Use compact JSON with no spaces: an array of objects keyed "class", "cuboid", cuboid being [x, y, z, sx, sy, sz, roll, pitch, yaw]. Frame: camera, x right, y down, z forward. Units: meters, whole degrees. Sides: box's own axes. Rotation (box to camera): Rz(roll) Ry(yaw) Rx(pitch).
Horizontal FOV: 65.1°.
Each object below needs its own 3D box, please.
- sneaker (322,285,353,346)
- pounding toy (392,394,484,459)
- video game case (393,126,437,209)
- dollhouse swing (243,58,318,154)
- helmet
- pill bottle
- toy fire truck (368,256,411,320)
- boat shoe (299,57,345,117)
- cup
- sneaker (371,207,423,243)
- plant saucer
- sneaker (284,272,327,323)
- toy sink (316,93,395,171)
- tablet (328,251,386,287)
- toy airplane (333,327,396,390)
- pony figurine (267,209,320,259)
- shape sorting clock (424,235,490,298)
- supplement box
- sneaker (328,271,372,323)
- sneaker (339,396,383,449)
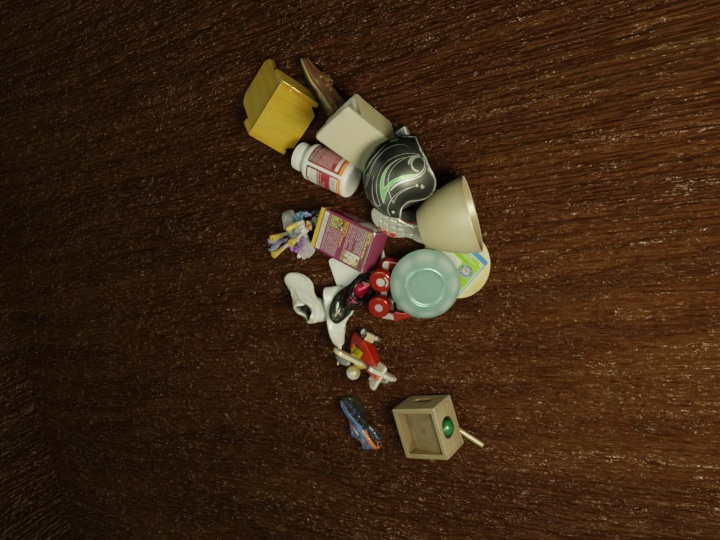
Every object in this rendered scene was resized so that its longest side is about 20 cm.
[{"class":"sneaker","cuboid":[-0.061,0.147,1.793,0.087,0.075,0.203,-7,107,9]},{"class":"pounding toy","cuboid":[0.234,0.473,1.695,0.198,0.142,0.187,-13,96,40]},{"class":"video game case","cuboid":[0.117,-0.287,1.615,0.142,0.018,0.202,-27,90,31]},{"class":"dollhouse swing","cuboid":[-0.252,-0.514,1.744,0.180,0.177,0.200,26,122,-26]},{"class":"helmet","cuboid":[0.098,-0.247,1.508,0.189,0.200,0.202,-25,90,13]},{"class":"pill bottle","cuboid":[-0.102,-0.305,1.672,0.198,0.113,0.114,27,114,19]},{"class":"toy fire truck","cuboid":[0.117,0.058,1.648,0.166,0.112,0.203,9,115,15]},{"class":"boat shoe","cuboid":[-0.112,-0.544,1.651,0.067,0.072,0.202,-30,78,-3]},{"class":"cup","cuboid":[0.228,-0.129,1.477,0.141,0.200,0.203,-15,96,18]},{"class":"sneaker","cuboid":[0.128,-0.140,1.613,0.198,0.082,0.078,23,134,10]},{"class":"plant saucer","cuboid":[0.181,0.044,1.564,0.198,0.039,0.204,1,107,2]},{"class":"sneaker","cuboid":[-0.189,0.087,1.820,0.200,0.099,0.078,49,123,17]},{"class":"toy sink","cuboid":[-0.017,-0.390,1.548,0.130,0.199,0.113,-35,47,30]},{"class":"tablet","cuboid":[0.000,0.000,1.753,0.198,0.014,0.132,-18,94,31]},{"class":"toy airplane","cuboid":[0.014,0.289,1.712,0.200,0.199,0.141,47,109,8]},{"class":"pony figurine","cuboid":[-0.197,-0.113,1.748,0.192,0.200,0.168,-27,96,46]},{"class":"shape sorting clock","cuboid":[0.269,-0.022,1.589,0.198,0.039,0.203,8,107,28]},{"class":"supplement box","cuboid":[-0.033,-0.096,1.685,0.198,0.103,0.132,28,109,23]},{"class":"sneaker","cuboid":[-0.030,0.082,1.710,0.076,0.084,0.201,38,104,-5]},{"class":"sneaker","cuboid":[-0.012,0.509,1.856,0.078,0.075,0.201,-37,83,33]}]
